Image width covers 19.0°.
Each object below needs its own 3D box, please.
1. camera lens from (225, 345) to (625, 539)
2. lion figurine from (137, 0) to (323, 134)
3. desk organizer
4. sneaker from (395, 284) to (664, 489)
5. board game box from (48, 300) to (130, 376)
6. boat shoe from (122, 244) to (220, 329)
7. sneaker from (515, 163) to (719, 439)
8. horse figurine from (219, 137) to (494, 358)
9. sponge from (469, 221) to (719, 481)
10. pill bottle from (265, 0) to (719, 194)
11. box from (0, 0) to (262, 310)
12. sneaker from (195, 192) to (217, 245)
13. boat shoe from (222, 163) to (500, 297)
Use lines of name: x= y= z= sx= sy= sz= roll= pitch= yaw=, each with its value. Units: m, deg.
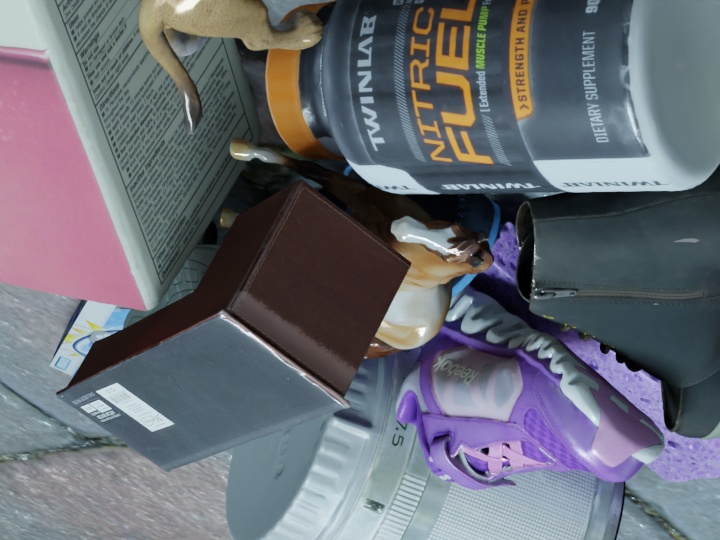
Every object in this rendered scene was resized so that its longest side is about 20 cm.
camera lens: x=0.041 y=0.124 z=1.245 sx=0.199 sy=0.161 sz=0.160 roll=22 pitch=154 yaw=-20
lion figurine: x=-0.036 y=-0.144 z=0.846 sx=0.072 sy=0.201 sz=0.122 roll=34 pitch=-172 yaw=17
desk organizer: x=-0.062 y=0.030 z=1.008 sx=0.072 sy=0.077 sz=0.200 roll=36 pitch=153 yaw=-16
sneaker: x=0.075 y=0.074 z=1.058 sx=0.080 sy=0.089 sz=0.200 roll=42 pitch=175 yaw=-24
board game box: x=-0.112 y=0.042 z=1.364 sx=0.134 sy=0.035 sz=0.200 roll=25 pitch=152 yaw=-8
boat shoe: x=-0.082 y=0.030 z=1.207 sx=0.064 sy=0.075 sz=0.202 roll=-11 pitch=166 yaw=-23
sneaker: x=0.126 y=0.016 z=1.007 sx=0.105 sy=0.075 sz=0.201 roll=-8 pitch=142 yaw=0
horse figurine: x=0.000 y=0.000 z=1.038 sx=0.131 sy=0.050 sz=0.200 roll=16 pitch=155 yaw=7
sponge: x=0.126 y=0.047 z=1.166 sx=0.199 sy=0.030 sz=0.111 roll=36 pitch=161 yaw=-12
pill bottle: x=0.056 y=-0.086 z=0.934 sx=0.199 sy=0.107 sz=0.106 roll=0 pitch=146 yaw=35
box: x=-0.137 y=-0.100 z=0.982 sx=0.108 sy=0.128 sz=0.201 roll=10 pitch=139 yaw=25
sneaker: x=-0.108 y=-0.044 z=1.179 sx=0.115 sy=0.076 sz=0.199 roll=33 pitch=160 yaw=-33
boat shoe: x=-0.009 y=-0.008 z=1.148 sx=0.068 sy=0.085 sz=0.199 roll=34 pitch=148 yaw=-27
